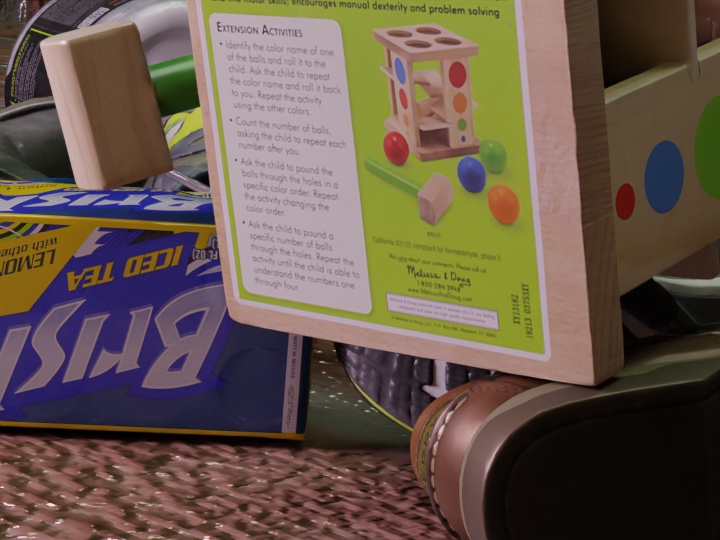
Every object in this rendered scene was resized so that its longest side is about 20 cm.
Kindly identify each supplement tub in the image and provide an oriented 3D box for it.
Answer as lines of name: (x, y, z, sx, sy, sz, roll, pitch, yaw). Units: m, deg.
supplement tub: (-0.123, -0.093, 1.101, 0.122, 0.123, 0.200, 1, 11, -22)

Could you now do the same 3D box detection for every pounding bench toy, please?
pounding bench toy: (0.025, -0.065, 0.587, 0.199, 0.125, 0.156, 8, 23, 40)

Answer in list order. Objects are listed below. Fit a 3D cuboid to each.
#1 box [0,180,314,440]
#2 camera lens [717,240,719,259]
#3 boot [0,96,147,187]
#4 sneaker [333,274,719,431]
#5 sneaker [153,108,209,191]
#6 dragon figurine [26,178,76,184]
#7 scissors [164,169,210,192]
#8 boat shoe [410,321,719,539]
box: (-0.114, 0.009, 0.637, 0.199, 0.070, 0.064, 3, 12, -8)
camera lens: (0.233, -0.032, 0.780, 0.199, 0.161, 0.160, 7, 9, 13)
boot: (-0.141, -0.030, 0.868, 0.181, 0.073, 0.200, -16, 11, -26)
sneaker: (0.085, 0.029, 0.664, 0.199, 0.074, 0.081, 5, -6, -15)
sneaker: (0.006, -0.016, 0.835, 0.199, 0.074, 0.081, 8, 25, 5)
dragon figurine: (-0.101, -0.001, 0.742, 0.099, 0.059, 0.200, 12, 13, 36)
scissors: (0.000, 0.000, 0.766, 0.199, 0.014, 0.073, 26, 7, 35)
boat shoe: (0.111, 0.041, 0.545, 0.199, 0.072, 0.068, 1, 11, -19)
